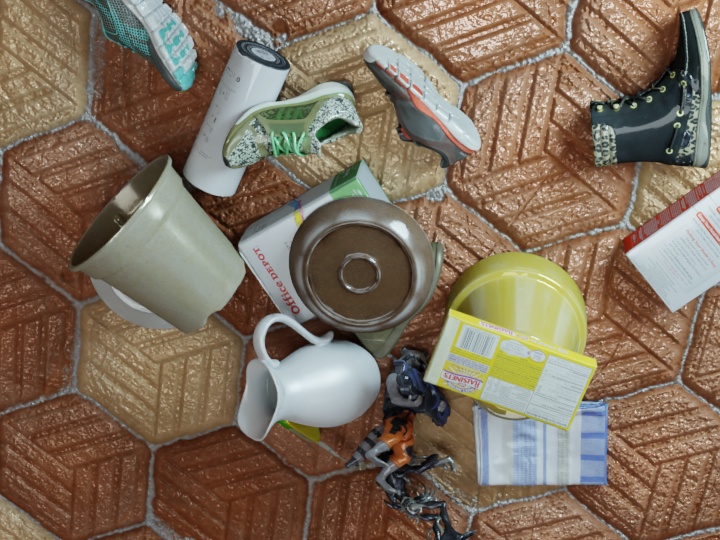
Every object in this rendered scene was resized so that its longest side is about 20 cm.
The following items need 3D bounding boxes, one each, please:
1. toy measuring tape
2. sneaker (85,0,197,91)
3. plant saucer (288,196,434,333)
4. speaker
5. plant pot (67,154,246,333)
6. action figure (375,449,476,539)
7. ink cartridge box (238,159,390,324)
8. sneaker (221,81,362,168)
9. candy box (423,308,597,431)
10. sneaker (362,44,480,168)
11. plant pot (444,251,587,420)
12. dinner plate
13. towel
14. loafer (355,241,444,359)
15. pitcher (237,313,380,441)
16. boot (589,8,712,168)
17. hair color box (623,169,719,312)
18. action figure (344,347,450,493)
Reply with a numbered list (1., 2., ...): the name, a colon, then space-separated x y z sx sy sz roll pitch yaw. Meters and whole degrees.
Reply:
1. toy measuring tape: -0.062 0.222 1.871 0.199 0.074 0.074 34 114 -18
2. sneaker: -0.294 -0.321 1.671 0.091 0.078 0.201 -23 105 33
3. plant saucer: 0.000 0.000 1.690 0.198 0.032 0.202 2 115 5
4. speaker: -0.168 -0.201 1.690 0.081 0.081 0.201 25 114 -4
5. plant pot: -0.262 -0.022 1.713 0.200 0.201 0.183 -39 112 21
6. action figure: 0.090 0.329 1.874 0.201 0.101 0.119 56 148 24
7. ink cartridge box: -0.046 -0.036 1.742 0.199 0.084 0.145 -28 107 17
8. sneaker: -0.085 -0.178 1.643 0.199 0.089 0.077 -26 137 -9
9. candy box: 0.190 0.127 1.606 0.198 0.026 0.103 20 117 -1
10. sneaker: 0.066 -0.208 1.661 0.200 0.077 0.082 43 118 -11
11. plant pot: 0.209 0.102 1.711 0.199 0.189 0.202 3 115 6
12. dinner plate: -0.303 -0.002 1.827 0.198 0.024 0.202 3 112 7
13. towel: 0.265 0.256 1.860 0.198 0.024 0.148 0 114 8
14. loafer: 0.051 0.037 1.766 0.067 0.076 0.201 26 114 -11
15. pitcher: -0.070 0.138 1.758 0.121 0.199 0.173 19 109 47
16. boot: 0.369 -0.226 1.613 0.152 0.074 0.205 -2 111 12
17. hair color box: 0.464 -0.049 1.680 0.199 0.064 0.111 -37 103 22
18. action figure: 0.047 0.192 1.782 0.104 0.195 0.200 7 151 28
